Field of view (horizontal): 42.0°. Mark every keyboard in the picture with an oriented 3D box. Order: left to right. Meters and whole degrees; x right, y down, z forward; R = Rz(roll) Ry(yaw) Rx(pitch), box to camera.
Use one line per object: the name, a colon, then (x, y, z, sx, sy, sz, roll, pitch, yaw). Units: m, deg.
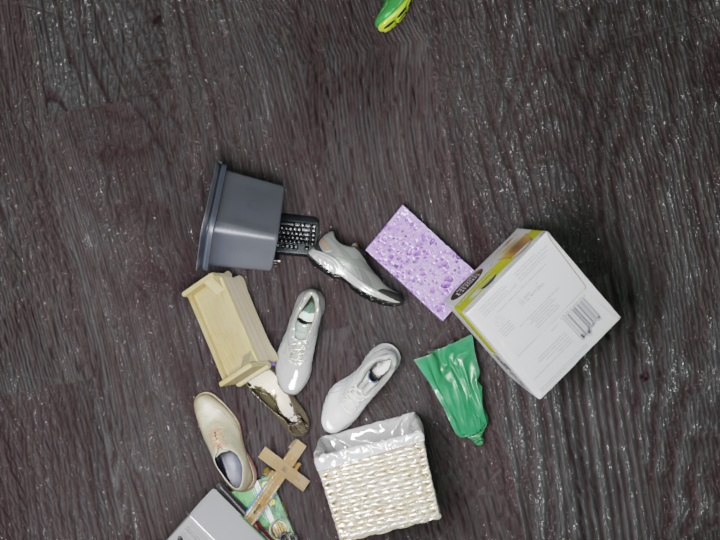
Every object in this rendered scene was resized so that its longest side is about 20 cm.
keyboard: (-0.180, -0.059, 1.755, 0.197, 0.040, 0.106, 4, 88, 2)

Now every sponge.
sponge: (0.115, -0.014, 1.754, 0.200, 0.030, 0.112, 42, 89, 1)

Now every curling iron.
curling iron: (-0.190, 0.460, 1.729, 0.199, 0.026, 0.050, 38, 67, 6)

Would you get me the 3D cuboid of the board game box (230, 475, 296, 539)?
board game box: (-0.176, 0.492, 1.749, 0.104, 0.023, 0.202, -23, 88, 1)

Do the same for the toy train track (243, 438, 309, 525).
toy train track: (-0.170, 0.398, 1.722, 0.115, 0.032, 0.201, 42, 72, -21)

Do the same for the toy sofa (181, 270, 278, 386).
toy sofa: (-0.238, 0.107, 1.721, 0.082, 0.097, 0.202, -32, 75, 23)

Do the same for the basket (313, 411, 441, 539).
basket: (0.030, 0.363, 1.663, 0.197, 0.198, 0.163, -13, 90, 0)

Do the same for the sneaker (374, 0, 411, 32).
sneaker: (0.066, -0.536, 1.750, 0.083, 0.074, 0.202, 23, 80, -1)

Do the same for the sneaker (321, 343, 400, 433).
sneaker: (-0.004, 0.216, 1.722, 0.074, 0.087, 0.201, 38, 91, 0)

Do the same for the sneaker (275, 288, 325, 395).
sneaker: (-0.114, 0.128, 1.722, 0.070, 0.080, 0.203, 12, 84, 0)

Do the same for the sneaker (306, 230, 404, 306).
sneaker: (0.000, 0.000, 1.736, 0.199, 0.074, 0.080, 34, 81, 0)

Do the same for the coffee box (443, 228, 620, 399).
coffee box: (0.295, 0.067, 1.654, 0.200, 0.198, 0.200, -43, 98, -1)

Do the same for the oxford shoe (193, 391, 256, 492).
oxford shoe: (-0.251, 0.312, 1.724, 0.070, 0.074, 0.201, -32, 79, 0)

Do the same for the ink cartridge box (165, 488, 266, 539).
ink cartridge box: (-0.274, 0.506, 1.669, 0.146, 0.084, 0.200, 43, 126, 3)

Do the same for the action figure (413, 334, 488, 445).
action figure: (0.185, 0.232, 1.735, 0.117, 0.055, 0.202, -21, 95, -1)

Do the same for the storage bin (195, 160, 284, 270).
storage bin: (-0.212, -0.080, 1.678, 0.133, 0.201, 0.147, 11, 130, -7)

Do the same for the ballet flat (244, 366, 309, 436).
ballet flat: (-0.165, 0.228, 1.743, 0.067, 0.046, 0.201, -39, 88, -1)
